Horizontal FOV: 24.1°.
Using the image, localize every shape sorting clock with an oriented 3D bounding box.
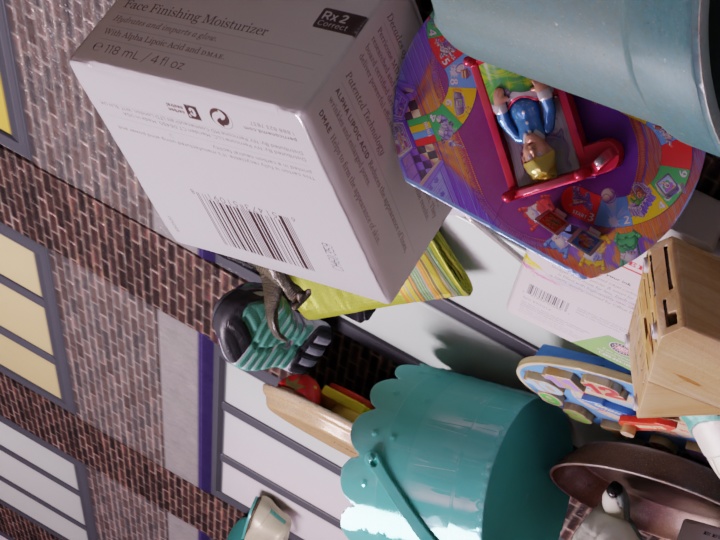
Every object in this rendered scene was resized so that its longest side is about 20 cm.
[{"bbox_3d":[0.218,0.113,1.342,0.200,0.039,0.200,22,164,7],"label":"shape sorting clock"}]

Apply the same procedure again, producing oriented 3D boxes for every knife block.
[{"bbox_3d":[0.266,0.046,1.099,0.175,0.064,0.200,-4,153,1],"label":"knife block"}]

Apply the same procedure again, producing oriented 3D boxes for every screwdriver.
[{"bbox_3d":[0.153,0.017,1.282,0.200,0.028,0.029,38,-176,-24],"label":"screwdriver"}]

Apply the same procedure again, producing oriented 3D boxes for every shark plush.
[{"bbox_3d":[0.218,0.248,1.439,0.083,0.091,0.200,36,170,12],"label":"shark plush"}]

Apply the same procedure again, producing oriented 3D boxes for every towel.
[{"bbox_3d":[0.000,0.000,1.407,0.200,0.018,0.086,-11,120,45],"label":"towel"}]

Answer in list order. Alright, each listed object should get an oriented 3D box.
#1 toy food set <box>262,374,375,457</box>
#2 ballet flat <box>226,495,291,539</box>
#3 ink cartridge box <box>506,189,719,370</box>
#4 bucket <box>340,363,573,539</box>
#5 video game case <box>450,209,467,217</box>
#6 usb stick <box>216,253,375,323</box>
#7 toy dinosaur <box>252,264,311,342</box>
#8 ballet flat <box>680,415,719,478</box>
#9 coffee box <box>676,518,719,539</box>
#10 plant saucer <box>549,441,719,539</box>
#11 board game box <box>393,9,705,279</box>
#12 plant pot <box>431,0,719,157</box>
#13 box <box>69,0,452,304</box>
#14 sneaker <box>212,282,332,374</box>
[{"bbox_3d":[-0.004,0.152,1.632,0.198,0.049,0.200,26,170,16],"label":"toy food set"},{"bbox_3d":[-0.128,0.341,2.150,0.069,0.070,0.200,33,154,0],"label":"ballet flat"},{"bbox_3d":[0.178,-0.016,1.160,0.117,0.067,0.200,26,154,7],"label":"ink cartridge box"},{"bbox_3d":[0.089,0.186,1.478,0.134,0.207,0.207,9,146,32],"label":"bucket"},{"bbox_3d":[-0.003,-0.116,1.246,0.182,0.022,0.200,9,145,40],"label":"video game case"},{"bbox_3d":[-0.074,-0.009,1.503,0.200,0.033,0.056,25,156,16],"label":"usb stick"},{"bbox_3d":[-0.070,-0.032,1.389,0.102,0.077,0.200,45,160,46],"label":"toy dinosaur"},{"bbox_3d":[0.294,0.129,1.226,0.200,0.071,0.067,26,151,-25],"label":"ballet flat"},{"bbox_3d":[0.329,0.289,1.457,0.114,0.080,0.200,15,162,21],"label":"coffee box"},{"bbox_3d":[0.260,0.191,1.434,0.200,0.035,0.200,20,162,7],"label":"plant saucer"},{"bbox_3d":[0.109,-0.090,1.023,0.200,0.039,0.158,30,110,12],"label":"board game box"},{"bbox_3d":[0.145,-0.158,0.827,0.196,0.200,0.200,19,152,42],"label":"plant pot"},{"bbox_3d":[-0.054,-0.104,1.147,0.199,0.131,0.200,15,149,32],"label":"box"},{"bbox_3d":[-0.101,0.043,1.519,0.087,0.074,0.200,37,-179,24],"label":"sneaker"}]
